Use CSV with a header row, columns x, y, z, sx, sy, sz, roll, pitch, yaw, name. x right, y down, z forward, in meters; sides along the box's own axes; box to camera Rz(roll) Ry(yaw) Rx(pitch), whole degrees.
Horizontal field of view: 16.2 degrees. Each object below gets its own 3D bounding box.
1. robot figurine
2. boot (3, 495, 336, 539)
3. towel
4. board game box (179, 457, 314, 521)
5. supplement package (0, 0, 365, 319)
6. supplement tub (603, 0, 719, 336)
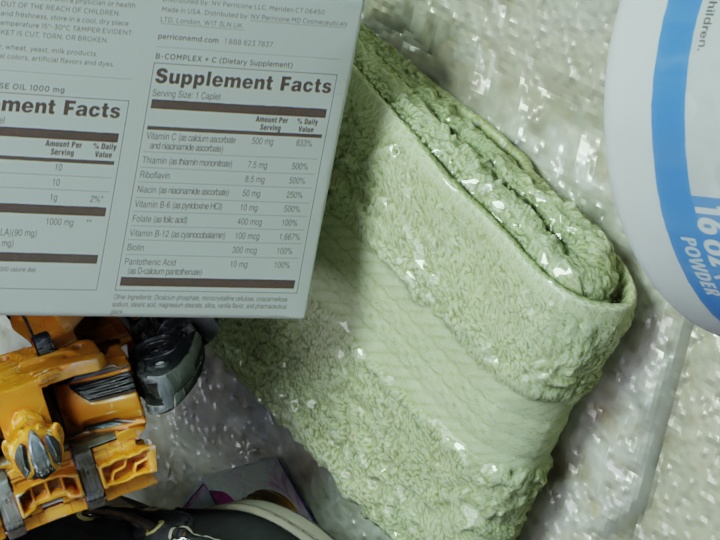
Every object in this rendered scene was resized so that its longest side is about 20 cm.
x,y,z,sx,sy,sz,roll,pitch,yaw,name
-0.123,0.037,0.886,0.200,0.144,0.059,-131,23,-67,robot figurine
-0.107,0.121,0.852,0.199,0.150,0.074,10,105,45,boot
0.000,0.000,0.854,0.200,0.036,0.149,45,129,29,towel
-0.044,0.208,0.945,0.200,0.041,0.201,-48,65,40,board game box
-0.120,-0.069,0.837,0.200,0.155,0.112,32,116,53,supplement package
0.170,-0.037,0.601,0.199,0.131,0.133,8,105,46,supplement tub
